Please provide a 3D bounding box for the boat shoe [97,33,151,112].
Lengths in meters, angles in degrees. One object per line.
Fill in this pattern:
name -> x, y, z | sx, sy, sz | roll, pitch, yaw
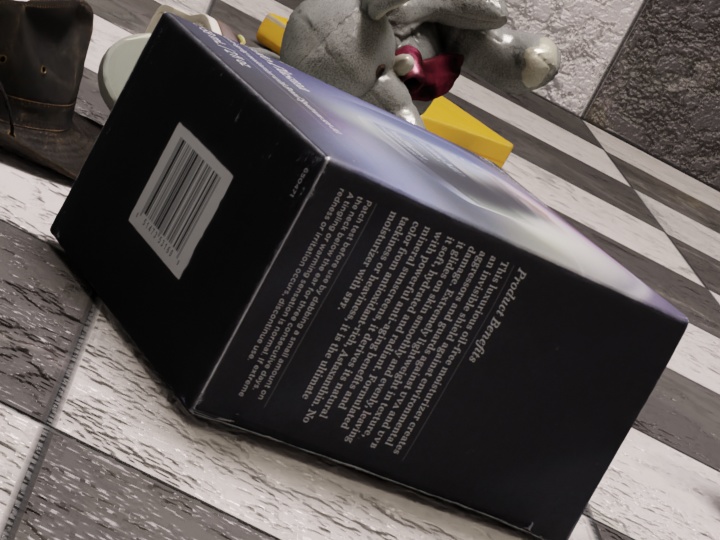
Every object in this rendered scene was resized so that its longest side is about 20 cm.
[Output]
boat shoe -> -0.067, -0.065, 1.363 | 0.200, 0.070, 0.071 | 28, -23, -18

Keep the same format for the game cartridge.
game cartridge -> 0.025, -0.157, 2.144 | 0.200, 0.032, 0.176 | 38, 14, 32

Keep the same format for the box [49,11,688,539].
box -> 0.000, 0.000, 1.045 | 0.198, 0.123, 0.200 | 23, 12, -32

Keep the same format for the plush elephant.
plush elephant -> 0.007, -0.122, 1.450 | 0.200, 0.165, 0.155 | 47, 19, -8

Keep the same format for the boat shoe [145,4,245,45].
boat shoe -> -0.097, -0.126, 1.553 | 0.059, 0.072, 0.200 | 22, 7, -21

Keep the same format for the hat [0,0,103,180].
hat -> -0.193, -0.124, 1.248 | 0.200, 0.081, 0.201 | 27, 9, -5
